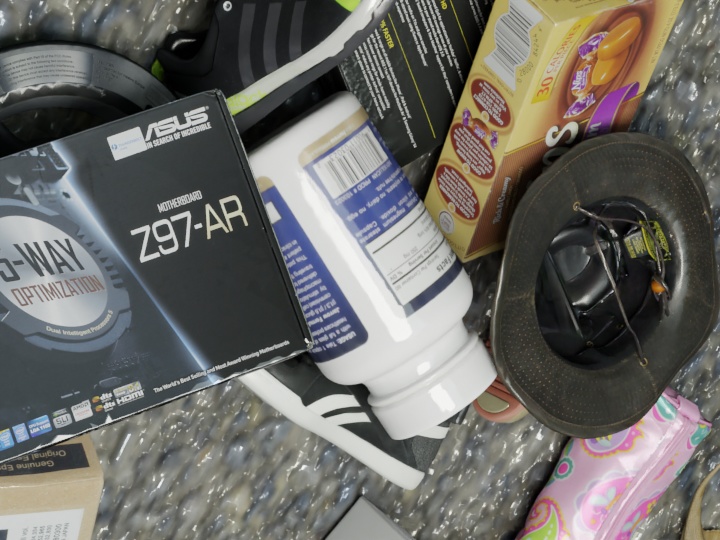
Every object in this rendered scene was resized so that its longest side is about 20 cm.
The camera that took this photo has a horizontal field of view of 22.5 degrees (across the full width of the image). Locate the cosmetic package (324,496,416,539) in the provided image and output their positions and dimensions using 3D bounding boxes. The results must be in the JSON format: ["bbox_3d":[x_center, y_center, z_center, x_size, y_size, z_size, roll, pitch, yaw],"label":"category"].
[{"bbox_3d":[0.022,0.305,1.272,0.200,0.123,0.199,-48,121,-3],"label":"cosmetic package"}]

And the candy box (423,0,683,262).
[{"bbox_3d":[0.120,-0.105,1.160,0.116,0.056,0.200,-18,142,-34],"label":"candy box"}]

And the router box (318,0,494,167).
[{"bbox_3d":[0.030,-0.181,1.152,0.149,0.051,0.200,-31,118,-16],"label":"router box"}]

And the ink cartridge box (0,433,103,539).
[{"bbox_3d":[-0.253,0.174,1.085,0.164,0.075,0.200,-4,132,-25],"label":"ink cartridge box"}]

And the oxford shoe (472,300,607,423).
[{"bbox_3d":[0.155,0.035,1.269,0.200,0.071,0.074,-50,135,-10],"label":"oxford shoe"}]

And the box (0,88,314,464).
[{"bbox_3d":[-0.146,0.004,1.021,0.199,0.044,0.161,-19,87,-13],"label":"box"}]

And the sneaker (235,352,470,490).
[{"bbox_3d":[-0.006,0.057,1.211,0.200,0.073,0.112,36,86,-39],"label":"sneaker"}]

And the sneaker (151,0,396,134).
[{"bbox_3d":[-0.050,-0.152,1.066,0.200,0.072,0.083,-35,108,31],"label":"sneaker"}]

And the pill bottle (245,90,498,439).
[{"bbox_3d":[0.000,0.000,1.122,0.111,0.111,0.200,-34,98,-12],"label":"pill bottle"}]

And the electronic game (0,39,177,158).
[{"bbox_3d":[-0.190,-0.043,1.097,0.199,0.042,0.201,-10,119,-18],"label":"electronic game"}]

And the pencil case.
[{"bbox_3d":[0.173,0.170,1.324,0.087,0.087,0.200,34,90,-31],"label":"pencil case"}]

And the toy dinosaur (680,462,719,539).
[{"bbox_3d":[0.257,0.235,1.414,0.101,0.058,0.200,-39,128,-26],"label":"toy dinosaur"}]

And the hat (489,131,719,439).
[{"bbox_3d":[0.139,0.005,1.173,0.200,0.081,0.201,-5,99,-35],"label":"hat"}]
